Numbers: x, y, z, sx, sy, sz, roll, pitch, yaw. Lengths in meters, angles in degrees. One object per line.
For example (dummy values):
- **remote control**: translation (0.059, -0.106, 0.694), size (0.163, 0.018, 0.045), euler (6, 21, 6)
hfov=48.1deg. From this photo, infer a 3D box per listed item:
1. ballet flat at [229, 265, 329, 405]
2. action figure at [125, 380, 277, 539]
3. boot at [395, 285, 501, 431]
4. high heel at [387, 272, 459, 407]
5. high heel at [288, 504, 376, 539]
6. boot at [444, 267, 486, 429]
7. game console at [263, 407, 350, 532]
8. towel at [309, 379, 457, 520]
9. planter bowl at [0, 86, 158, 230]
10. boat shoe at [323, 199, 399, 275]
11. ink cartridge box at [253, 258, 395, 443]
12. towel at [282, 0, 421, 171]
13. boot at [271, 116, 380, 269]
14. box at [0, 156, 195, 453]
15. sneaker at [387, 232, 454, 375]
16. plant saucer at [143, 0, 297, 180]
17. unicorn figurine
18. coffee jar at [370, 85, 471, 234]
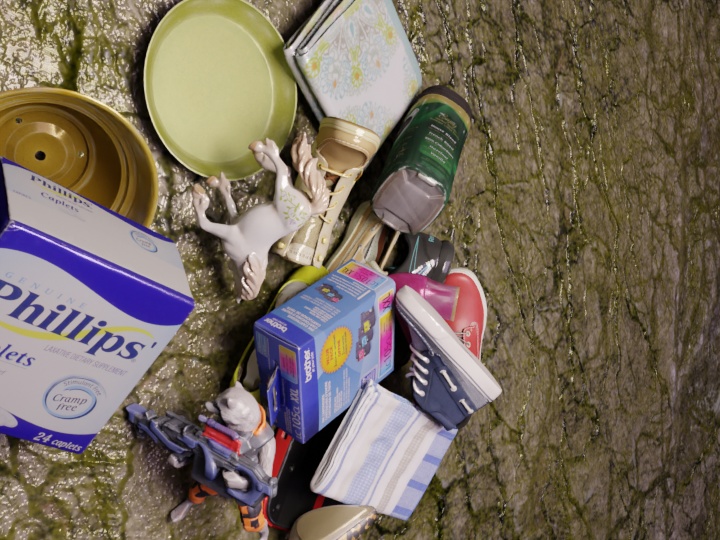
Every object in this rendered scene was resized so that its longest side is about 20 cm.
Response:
- **ballet flat**: translation (-0.092, 0.072, 0.959), size (0.202, 0.066, 0.067), euler (-60, 170, -17)
- **action figure**: translation (-0.157, 0.201, 0.882), size (0.104, 0.198, 0.196), euler (-33, 145, -53)
- **boot**: translation (0.085, 0.113, 0.975), size (0.090, 0.073, 0.200), euler (-39, 115, 7)
- **high heel**: translation (0.066, 0.100, 1.049), size (0.068, 0.094, 0.203), euler (-64, 164, -60)
- **high heel**: translation (-0.043, 0.374, 0.998), size (0.198, 0.072, 0.144), euler (-29, 114, 6)
- **boot**: translation (0.135, 0.110, 1.116), size (0.145, 0.071, 0.204), euler (-61, 149, -63)
- **game console**: translation (-0.047, 0.246, 1.055), size (0.176, 0.031, 0.203), euler (34, 73, -45)
- **towel**: translation (0.035, 0.231, 1.002), size (0.199, 0.024, 0.149), euler (33, 86, -44)
- **planter bowl**: translation (-0.291, -0.088, 0.740), size (0.197, 0.084, 0.203), euler (-14, 129, -17)
- **boat shoe**: translation (0.000, 0.000, 1.035), size (0.071, 0.075, 0.203), euler (31, 75, -40)
- **ink cartridge box**: translation (-0.047, 0.097, 0.925), size (0.199, 0.076, 0.139), euler (-32, 133, -39)
- **towel**: translation (-0.004, -0.250, 1.009), size (0.172, 0.048, 0.201), euler (-54, 136, -22)
- **boot**: translation (-0.044, -0.083, 0.920), size (0.072, 0.200, 0.158), euler (22, 81, -13)
- **box**: translation (-0.281, 0.039, 0.715), size (0.183, 0.105, 0.201), euler (28, 108, -39)
- **sneaker**: translation (0.059, 0.042, 1.111), size (0.078, 0.075, 0.203), euler (24, 84, -11)
- **plant saucer**: translation (-0.158, -0.203, 0.905), size (0.197, 0.031, 0.205), euler (-5, 98, -42)
- **unicorn figurine**: translation (-0.115, -0.051, 0.876), size (0.139, 0.198, 0.074), euler (57, 32, -6)
- **coffee jar**: translation (0.082, -0.147, 1.037), size (0.084, 0.104, 0.202), euler (31, 46, -10)
